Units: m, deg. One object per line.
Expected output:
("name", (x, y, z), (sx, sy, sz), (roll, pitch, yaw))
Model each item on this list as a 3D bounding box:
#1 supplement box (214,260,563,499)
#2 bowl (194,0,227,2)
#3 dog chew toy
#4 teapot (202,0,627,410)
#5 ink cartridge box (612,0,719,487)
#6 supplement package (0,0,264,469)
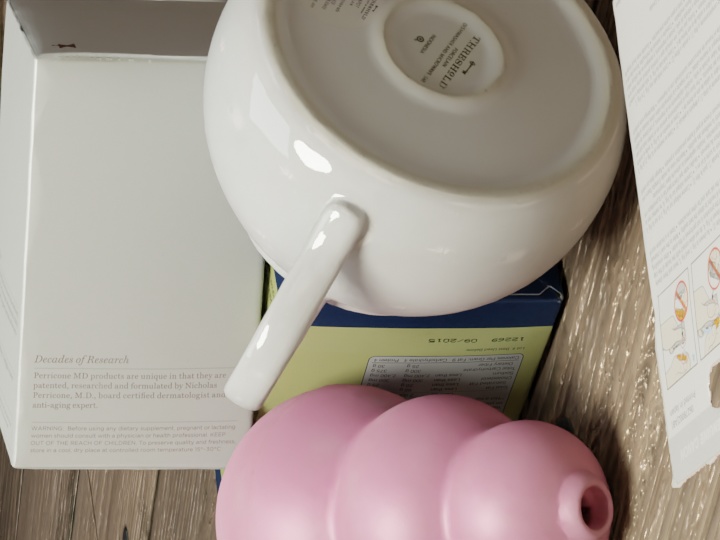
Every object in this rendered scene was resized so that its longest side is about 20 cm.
("supplement box", (0.000, 0.000, 1.457), (0.200, 0.134, 0.201), (106, 160, -49))
("bowl", (-0.132, -0.167, 2.186), (0.200, 0.074, 0.201), (119, 150, -66))
("dog chew toy", (0.029, 0.110, 1.304), (0.199, 0.124, 0.125), (-7, 81, 44))
("teapot", (0.012, -0.049, 1.270), (0.198, 0.199, 0.146), (67, 148, 29))
("ink cartridge box", (0.143, -0.040, 1.041), (0.161, 0.050, 0.201), (124, 141, -67))
("supplement package", (-0.110, -0.019, 1.381), (0.117, 0.117, 0.201), (-123, 36, -68))
